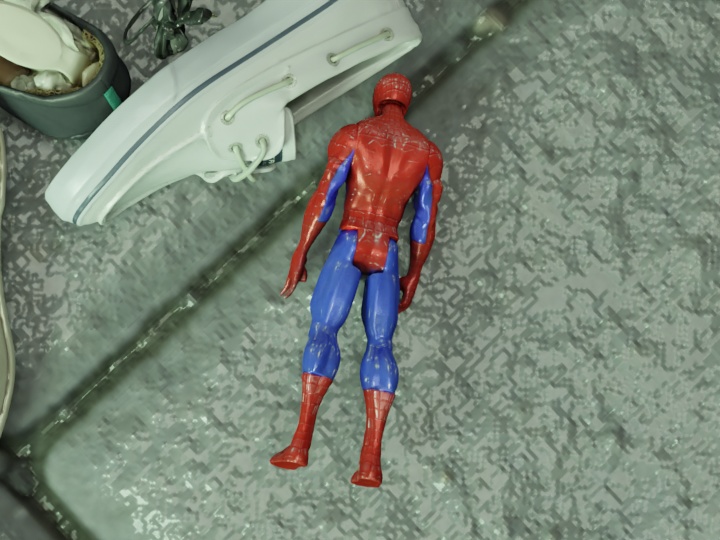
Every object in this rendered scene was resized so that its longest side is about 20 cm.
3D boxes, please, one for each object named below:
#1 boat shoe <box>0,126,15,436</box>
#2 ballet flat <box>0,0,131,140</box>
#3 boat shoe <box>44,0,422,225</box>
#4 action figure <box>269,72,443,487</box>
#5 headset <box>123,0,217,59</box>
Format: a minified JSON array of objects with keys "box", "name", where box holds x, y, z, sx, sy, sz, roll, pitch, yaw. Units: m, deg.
[{"box":[-0.203,0.017,1.022,0.067,0.057,0.201,6,86,-41],"name":"boat shoe"},{"box":[-0.198,-0.127,1.024,0.200,0.073,0.073,28,82,-2],"name":"ballet flat"},{"box":[-0.055,-0.077,1.030,0.200,0.074,0.067,-40,86,-9],"name":"boat shoe"},{"box":[0.000,0.000,1.041,0.065,0.052,0.201,13,78,-10],"name":"action figure"},{"box":[-0.099,-0.198,1.029,0.123,0.094,0.201,-5,73,-6],"name":"headset"}]
